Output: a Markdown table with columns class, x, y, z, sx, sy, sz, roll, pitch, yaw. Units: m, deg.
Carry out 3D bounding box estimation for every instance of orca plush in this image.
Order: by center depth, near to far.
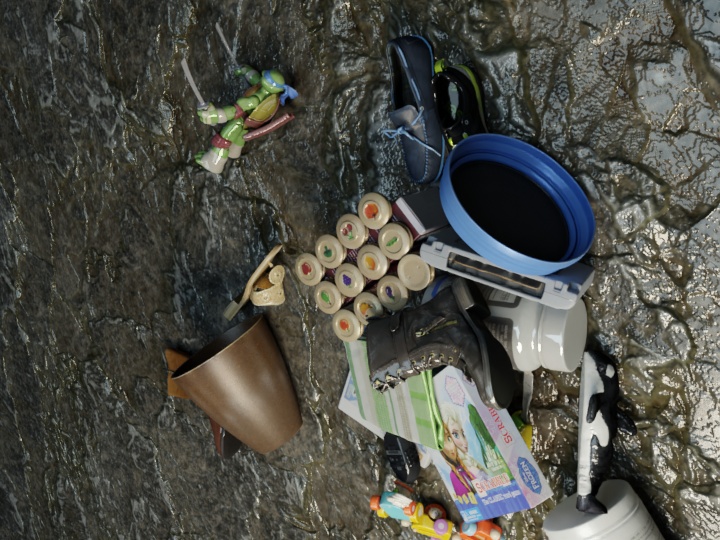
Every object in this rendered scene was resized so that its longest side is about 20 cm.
| class | x | y | z | sx | sy | sz | roll | pitch | yaw |
| --- | --- | --- | --- | --- | --- | --- | --- | --- | --- |
| orca plush | 0.314 | 0.203 | 0.891 | 0.071 | 0.105 | 0.201 | 4 | 63 | 12 |

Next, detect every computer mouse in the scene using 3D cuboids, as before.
| class | x | y | z | sx | sy | sz | roll | pitch | yaw |
| --- | --- | --- | --- | --- | --- | --- | --- | --- | --- |
| computer mouse | 0.052 | 0.236 | 1.113 | 0.059 | 0.034 | 0.201 | -22 | 85 | 62 |

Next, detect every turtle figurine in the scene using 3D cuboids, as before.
| class | x | y | z | sx | sy | sz | roll | pitch | yaw |
| --- | --- | --- | --- | --- | --- | --- | --- | --- | --- |
| turtle figurine | -0.216 | -0.267 | 1.123 | 0.194 | 0.199 | 0.144 | -53 | 37 | 37 |

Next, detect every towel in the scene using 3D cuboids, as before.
| class | x | y | z | sx | sy | sz | roll | pitch | yaw |
| --- | --- | --- | --- | --- | --- | --- | --- | --- | --- |
| towel | 0.049 | 0.169 | 1.031 | 0.200 | 0.031 | 0.150 | 6 | 111 | 57 |

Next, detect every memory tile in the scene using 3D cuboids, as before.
| class | x | y | z | sx | sy | sz | roll | pitch | yaw |
| --- | --- | --- | --- | --- | --- | --- | --- | --- | --- |
| memory tile | 0.000 | 0.000 | 0.981 | 0.200 | 0.017 | 0.154 | -40 | 80 | 35 |

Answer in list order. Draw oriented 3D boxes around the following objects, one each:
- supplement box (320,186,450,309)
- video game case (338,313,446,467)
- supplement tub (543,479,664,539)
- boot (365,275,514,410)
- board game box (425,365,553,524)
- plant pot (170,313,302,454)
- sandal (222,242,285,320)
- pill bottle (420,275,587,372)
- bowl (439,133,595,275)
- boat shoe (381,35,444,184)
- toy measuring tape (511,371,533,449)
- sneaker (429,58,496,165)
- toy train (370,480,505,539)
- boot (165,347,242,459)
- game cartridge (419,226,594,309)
| class | x | y | z | sx | sy | sz | roll | pitch | yaw |
| --- | --- | --- | --- | --- | --- | --- | --- | --- | --- |
| supplement box | 0.038 | -0.031 | 1.023 | 0.061 | 0.109 | 0.200 | 53 | 125 | 10 |
| video game case | 0.062 | 0.185 | 1.119 | 0.182 | 0.022 | 0.201 | 30 | 118 | 25 |
| supplement tub | 0.340 | 0.389 | 0.908 | 0.132 | 0.132 | 0.200 | -33 | 82 | 37 |
| boot | 0.088 | 0.113 | 0.883 | 0.174 | 0.069 | 0.200 | -31 | 47 | 22 |
| board game box | 0.149 | 0.235 | 0.964 | 0.200 | 0.041 | 0.200 | 62 | 154 | 16 |
| plant pot | -0.193 | 0.210 | 1.229 | 0.187 | 0.187 | 0.200 | -26 | 102 | 37 |
| sandal | -0.163 | 0.035 | 1.221 | 0.070 | 0.078 | 0.212 | 40 | 131 | -4 |
| pill bottle | 0.188 | 0.071 | 0.941 | 0.199 | 0.114 | 0.114 | 7 | 107 | 34 |
| bowl | 0.187 | -0.080 | 0.852 | 0.201 | 0.200 | 0.039 | 49 | 140 | 15 |
| boat shoe | 0.062 | -0.217 | 0.974 | 0.084 | 0.068 | 0.201 | -8 | 93 | 52 |
| toy measuring tape | 0.201 | 0.218 | 0.989 | 0.073 | 0.074 | 0.201 | 14 | 118 | 32 |
| sneaker | 0.130 | -0.176 | 0.934 | 0.072 | 0.083 | 0.201 | -14 | 94 | 38 |
| toy train | 0.117 | 0.367 | 1.083 | 0.200 | 0.056 | 0.150 | 28 | 146 | -13 |
| boot | -0.315 | 0.257 | 1.380 | 0.199 | 0.068 | 0.189 | 6 | 106 | 35 |
| game cartridge | 0.190 | -0.009 | 0.903 | 0.199 | 0.133 | 0.042 | 20 | 106 | 23 |
